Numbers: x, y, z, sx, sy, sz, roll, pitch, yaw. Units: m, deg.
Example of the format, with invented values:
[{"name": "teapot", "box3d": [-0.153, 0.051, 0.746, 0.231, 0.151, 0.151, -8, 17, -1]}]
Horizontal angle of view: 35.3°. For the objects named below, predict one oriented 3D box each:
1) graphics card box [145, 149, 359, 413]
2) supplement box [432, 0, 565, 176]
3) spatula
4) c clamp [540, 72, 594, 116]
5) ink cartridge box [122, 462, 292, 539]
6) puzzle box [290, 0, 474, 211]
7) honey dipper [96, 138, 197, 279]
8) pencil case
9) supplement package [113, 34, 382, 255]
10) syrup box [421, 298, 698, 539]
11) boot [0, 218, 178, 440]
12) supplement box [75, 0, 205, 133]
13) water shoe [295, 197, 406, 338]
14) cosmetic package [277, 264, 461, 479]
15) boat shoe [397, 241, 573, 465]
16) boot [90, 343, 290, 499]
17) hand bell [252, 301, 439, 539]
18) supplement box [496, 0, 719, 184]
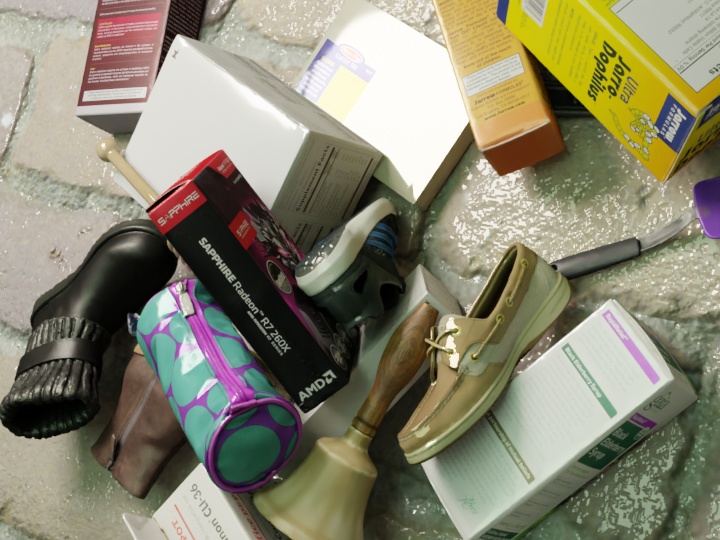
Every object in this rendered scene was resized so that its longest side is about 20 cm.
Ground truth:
[{"name": "graphics card box", "box3d": [-0.079, 0.005, 0.904, 0.051, 0.126, 0.201, -34, 100, 12]}, {"name": "supplement box", "box3d": [0.110, -0.188, 0.959, 0.068, 0.066, 0.203, -23, 68, 16]}, {"name": "spatula", "box3d": [0.232, -0.027, 0.892, 0.198, 0.020, 0.057, -24, 52, 26]}, {"name": "c clamp", "box3d": [0.220, -0.210, 0.956, 0.197, 0.027, 0.174, 0, 81, 30]}, {"name": "ink cartridge box", "box3d": [-0.087, 0.225, 0.905, 0.068, 0.199, 0.117, -47, 58, 11]}, {"name": "puzzle box", "box3d": [0.025, -0.162, 1.056, 0.199, 0.025, 0.134, 39, 98, 33]}, {"name": "honey dipper", "box3d": [-0.187, -0.063, 1.015, 0.038, 0.038, 0.200, -52, 57, 8]}, {"name": "pencil case", "box3d": [-0.120, 0.087, 0.917, 0.084, 0.094, 0.200, -18, 36, -20]}, {"name": "supplement package", "box3d": [-0.109, -0.096, 1.051, 0.199, 0.110, 0.157, 38, 108, 34]}, {"name": "syrup box", "box3d": [0.151, 0.120, 0.864, 0.199, 0.078, 0.082, -41, 60, 15]}, {"name": "boot", "box3d": [-0.259, 0.060, 1.098, 0.210, 0.079, 0.159, -39, 30, 26]}, {"name": "supplement box", "box3d": [-0.232, -0.253, 1.217, 0.107, 0.061, 0.204, 3, 78, 31]}, {"name": "water shoe", "box3d": [0.000, 0.000, 0.950, 0.071, 0.200, 0.079, -34, 95, 22]}, {"name": "cosmetic package", "box3d": [0.003, 0.093, 0.957, 0.051, 0.083, 0.200, 41, 102, -10]}, {"name": "boat shoe", "box3d": [0.084, 0.060, 0.870, 0.200, 0.066, 0.074, -48, 9, -28]}, {"name": "boot", "box3d": [-0.160, 0.140, 1.052, 0.199, 0.072, 0.168, 26, 88, 43]}, {"name": "hand bell", "box3d": [0.007, 0.117, 0.889, 0.103, 0.104, 0.202, 31, 93, 34]}, {"name": "supplement box", "box3d": [0.210, -0.188, 0.857, 0.108, 0.110, 0.201, -36, 72, -13]}]
